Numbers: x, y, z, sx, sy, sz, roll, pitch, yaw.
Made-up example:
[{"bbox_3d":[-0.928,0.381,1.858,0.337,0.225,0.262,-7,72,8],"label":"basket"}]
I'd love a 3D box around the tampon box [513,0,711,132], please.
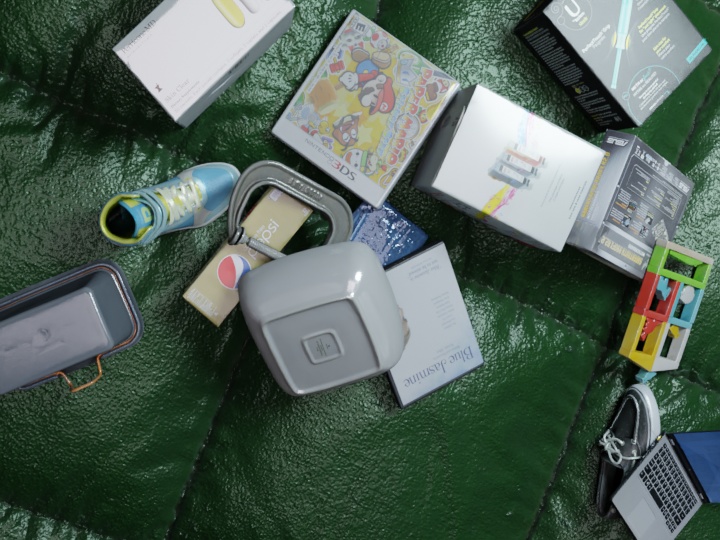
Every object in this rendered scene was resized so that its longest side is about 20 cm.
[{"bbox_3d":[0.337,-0.314,1.144,0.150,0.126,0.200,-44,99,-2],"label":"tampon box"}]

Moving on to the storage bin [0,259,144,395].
[{"bbox_3d":[-0.387,0.088,1.073,0.196,0.134,0.148,-22,98,-5],"label":"storage bin"}]

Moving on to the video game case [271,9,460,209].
[{"bbox_3d":[0.006,-0.216,1.132,0.181,0.023,0.202,35,89,6],"label":"video game case"}]

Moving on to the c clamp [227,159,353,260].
[{"bbox_3d":[-0.093,-0.038,1.090,0.198,0.027,0.173,33,92,-24],"label":"c clamp"}]

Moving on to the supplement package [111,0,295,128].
[{"bbox_3d":[-0.191,-0.290,1.053,0.200,0.156,0.111,-44,99,-1],"label":"supplement package"}]

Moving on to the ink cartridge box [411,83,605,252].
[{"bbox_3d":[0.190,-0.135,1.130,0.197,0.145,0.147,26,92,-9],"label":"ink cartridge box"}]

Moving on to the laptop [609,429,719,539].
[{"bbox_3d":[0.486,0.327,1.203,0.200,0.115,0.188,-45,123,-11],"label":"laptop"}]

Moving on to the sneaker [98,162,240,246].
[{"bbox_3d":[-0.243,-0.082,1.079,0.197,0.131,0.081,-25,98,-6],"label":"sneaker"}]

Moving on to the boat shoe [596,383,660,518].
[{"bbox_3d":[0.382,0.266,1.237,0.067,0.073,0.204,2,105,-23],"label":"boat shoe"}]

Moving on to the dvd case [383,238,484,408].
[{"bbox_3d":[0.083,0.077,1.174,0.141,0.018,0.203,-26,111,-12],"label":"dvd case"}]

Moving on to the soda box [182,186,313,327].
[{"bbox_3d":[-0.151,-0.026,1.130,0.064,0.068,0.201,40,89,-11],"label":"soda box"}]

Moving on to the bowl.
[{"bbox_3d":[-0.048,0.075,1.086,0.196,0.075,0.203,-16,121,9],"label":"bowl"}]

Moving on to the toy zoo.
[{"bbox_3d":[0.439,0.066,1.220,0.129,0.020,0.204,14,96,-38],"label":"toy zoo"}]

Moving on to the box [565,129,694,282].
[{"bbox_3d":[0.374,-0.082,1.163,0.198,0.048,0.161,19,94,-44],"label":"box"}]

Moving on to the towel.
[{"bbox_3d":[0.000,0.000,1.165,0.111,0.049,0.202,36,90,-11],"label":"towel"}]
